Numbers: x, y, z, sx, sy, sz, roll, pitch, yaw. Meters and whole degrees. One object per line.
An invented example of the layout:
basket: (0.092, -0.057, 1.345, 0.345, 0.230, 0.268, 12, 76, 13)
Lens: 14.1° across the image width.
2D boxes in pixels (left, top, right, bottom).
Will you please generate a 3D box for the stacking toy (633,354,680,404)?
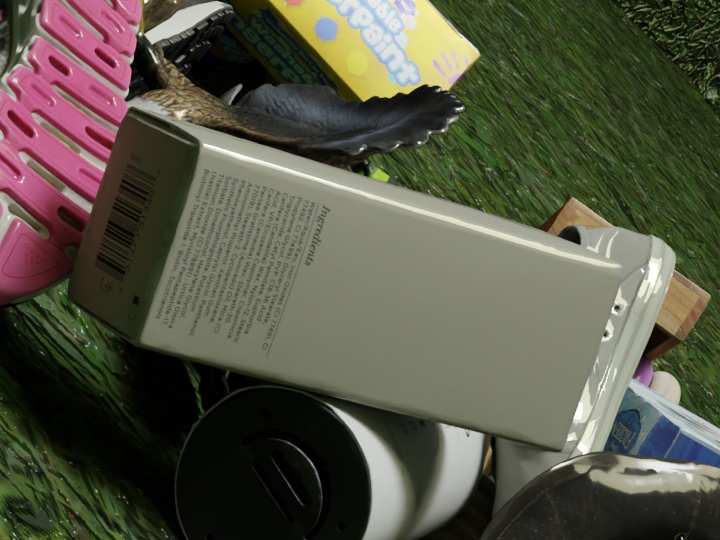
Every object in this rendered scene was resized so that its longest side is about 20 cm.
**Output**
stacking toy: (0.087, 0.035, 1.686, 0.200, 0.085, 0.085, 41, 13, -5)

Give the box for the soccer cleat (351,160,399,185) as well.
soccer cleat: (0.000, 0.000, 1.516, 0.200, 0.067, 0.081, -105, 175, -72)

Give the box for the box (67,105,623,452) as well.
box: (-0.004, 0.005, 1.108, 0.199, 0.083, 0.068, 17, 5, -33)

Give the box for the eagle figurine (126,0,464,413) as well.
eagle figurine: (-0.062, -0.044, 1.235, 0.151, 0.152, 0.200, -27, 53, -36)

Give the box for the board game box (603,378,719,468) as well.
board game box: (0.196, 0.117, 1.327, 0.199, 0.044, 0.199, 30, 4, -9)

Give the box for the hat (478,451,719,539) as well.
hat: (0.098, 0.166, 1.192, 0.201, 0.201, 0.081, 44, -23, -22)

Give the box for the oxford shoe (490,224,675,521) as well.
oxford shoe: (0.081, 0.062, 1.279, 0.058, 0.201, 0.075, 25, -28, -4)

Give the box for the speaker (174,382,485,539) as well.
speaker: (-0.008, 0.079, 1.179, 0.081, 0.081, 0.200, 51, 12, 8)

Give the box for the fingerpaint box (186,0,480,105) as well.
fingerpaint box: (-0.057, -0.147, 1.540, 0.200, 0.073, 0.167, 47, -22, -12)

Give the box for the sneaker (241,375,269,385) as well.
sneaker: (0.007, 0.056, 1.330, 0.088, 0.074, 0.200, 62, 17, 21)

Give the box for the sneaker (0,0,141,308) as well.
sneaker: (-0.142, -0.055, 1.147, 0.074, 0.087, 0.201, 39, 38, -32)

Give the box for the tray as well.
tray: (0.135, 0.017, 1.735, 0.098, 0.037, 0.200, 36, -14, -1)

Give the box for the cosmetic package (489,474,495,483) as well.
cosmetic package: (0.121, 0.202, 1.338, 0.200, 0.052, 0.151, 44, 16, -23)

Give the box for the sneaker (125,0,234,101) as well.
sneaker: (-0.124, -0.126, 1.419, 0.088, 0.076, 0.200, 43, 12, 3)

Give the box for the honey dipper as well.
honey dipper: (0.065, 0.068, 1.361, 0.038, 0.038, 0.200, 45, 41, -17)
